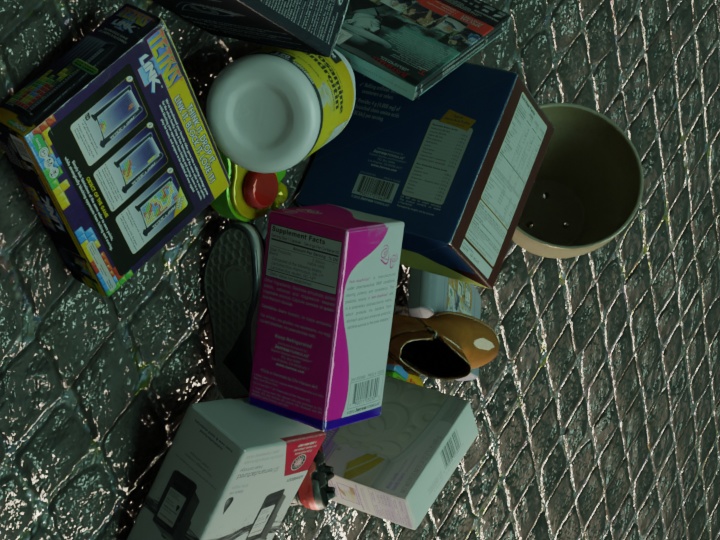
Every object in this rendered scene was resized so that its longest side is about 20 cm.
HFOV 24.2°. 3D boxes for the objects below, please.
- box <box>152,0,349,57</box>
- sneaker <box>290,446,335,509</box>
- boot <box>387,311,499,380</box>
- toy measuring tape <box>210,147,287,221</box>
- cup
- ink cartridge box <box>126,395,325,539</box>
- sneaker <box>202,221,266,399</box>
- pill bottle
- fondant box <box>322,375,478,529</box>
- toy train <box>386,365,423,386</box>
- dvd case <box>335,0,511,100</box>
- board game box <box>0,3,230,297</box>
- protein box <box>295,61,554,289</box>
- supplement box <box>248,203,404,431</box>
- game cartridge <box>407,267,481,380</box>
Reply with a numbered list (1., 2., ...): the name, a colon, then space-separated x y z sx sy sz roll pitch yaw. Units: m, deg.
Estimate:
1. box: -0.117 -0.277 1.492 0.200 0.147 0.105 23 83 -60
2. sneaker: -0.083 0.164 1.800 0.071 0.097 0.201 68 16 -58
3. boot: 0.095 0.086 1.900 0.199 0.155 0.077 15 92 -24
4. toy measuring tape: -0.139 -0.093 1.625 0.200 0.073 0.074 25 81 -50
5. cup: 0.252 -0.096 2.173 0.201 0.199 0.143 -62 175 -20
6. ink cartridge box: -0.141 0.231 1.685 0.145 0.083 0.201 -4 125 -57
7. sneaker: -0.088 0.023 1.734 0.146 0.077 0.203 -30 132 -43
8. pill bottle: -0.068 -0.167 1.629 0.200 0.111 0.113 -47 144 -69
9. fondant box: 0.008 0.187 1.852 0.144 0.199 0.058 -53 142 -32
10. toy train: 0.061 0.146 2.052 0.200 0.084 0.116 39 56 -57
11. dvd case: 0.051 -0.257 1.785 0.200 0.146 0.022 -41 153 -45
12. board game box: -0.214 -0.104 1.471 0.165 0.057 0.201 -45 140 -24
13. protein box: 0.073 -0.116 1.825 0.135 0.198 0.201 43 67 -58
14. supplement box: -0.034 0.043 1.662 0.101 0.103 0.201 -8 110 -54
15. game cartridge: 0.107 0.050 2.075 0.200 0.041 0.134 54 31 -54
